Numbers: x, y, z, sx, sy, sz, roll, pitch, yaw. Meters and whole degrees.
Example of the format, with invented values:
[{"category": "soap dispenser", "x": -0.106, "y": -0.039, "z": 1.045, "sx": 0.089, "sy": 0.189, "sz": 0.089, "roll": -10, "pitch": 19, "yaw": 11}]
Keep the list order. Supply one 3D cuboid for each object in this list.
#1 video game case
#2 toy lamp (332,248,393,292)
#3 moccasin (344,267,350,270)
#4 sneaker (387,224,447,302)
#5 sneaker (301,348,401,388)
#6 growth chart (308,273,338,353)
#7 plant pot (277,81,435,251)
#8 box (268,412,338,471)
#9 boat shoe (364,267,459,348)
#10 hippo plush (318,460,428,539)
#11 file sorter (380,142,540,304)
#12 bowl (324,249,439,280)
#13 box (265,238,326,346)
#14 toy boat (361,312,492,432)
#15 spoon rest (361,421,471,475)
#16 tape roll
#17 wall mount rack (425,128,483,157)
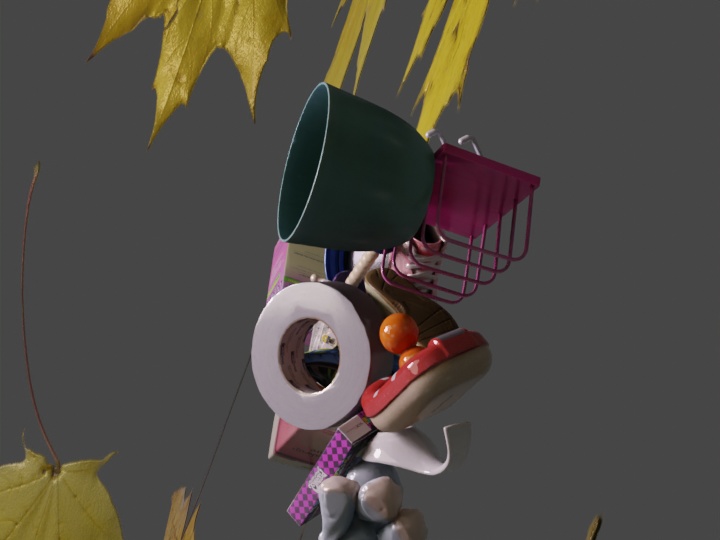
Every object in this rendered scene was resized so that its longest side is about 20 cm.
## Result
[{"category": "video game case", "x": -0.002, "y": 0.252, "z": 1.656, "sx": 0.180, "sy": 0.036, "sz": 0.201, "roll": -29, "pitch": -24, "yaw": -45}, {"category": "toy lamp", "x": 0.000, "y": 0.000, "z": 1.731, "sx": 0.201, "sy": 0.057, "sz": 0.059, "roll": 121, "pitch": 161, "yaw": -57}, {"category": "moccasin", "x": -0.009, "y": 0.087, "z": 1.929, "sx": 0.078, "sy": 0.072, "sz": 0.205, "roll": -130, "pitch": 38, "yaw": -58}, {"category": "sneaker", "x": 0.080, "y": 0.007, "z": 1.688, "sx": 0.105, "sy": 0.074, "sz": 0.204, "roll": 156, "pitch": 113, "yaw": -73}, {"category": "sneaker", "x": -0.032, "y": 0.157, "z": 1.713, "sx": 0.071, "sy": 0.196, "sz": 0.084, "roll": -15, "pitch": -75, "yaw": -67}, {"category": "growth chart", "x": -0.021, "y": 0.117, "z": 1.749, "sx": 0.018, "sy": 0.142, "sz": 0.204, "roll": -28, "pitch": -51, "yaw": -62}, {"category": "plant pot", "x": 0.000, "y": -0.116, "z": 1.488, "sx": 0.200, "sy": 0.158, "sz": 0.204, "roll": -166, "pitch": 90, "yaw": -75}, {"category": "box", "x": -0.056, "y": 0.241, "z": 1.895, "sx": 0.200, "sy": 0.126, "sz": 0.111, "roll": 129, "pitch": 154, "yaw": -57}, {"category": "boat shoe", "x": 0.074, "y": 0.075, "z": 1.628, "sx": 0.200, "sy": 0.072, "sz": 0.066, "roll": 50, "pitch": 148, "yaw": 38}, {"category": "hippo plush", "x": 0.019, "y": 0.338, "z": 1.543, "sx": 0.161, "sy": 0.157, "sz": 0.203, "roll": -38, "pitch": -35, "yaw": -71}, {"category": "file sorter", "x": 0.123, "y": -0.050, "z": 1.545, "sx": 0.200, "sy": 0.137, "sz": 0.128, "roll": 137, "pitch": 147, "yaw": -62}, {"category": "bowl", "x": 0.035, "y": -0.018, "z": 1.811, "sx": 0.198, "sy": 0.039, "sz": 0.205, "roll": -1, "pitch": 88, "yaw": 34}, {"category": "box", "x": -0.069, "y": 0.031, "z": 2.102, "sx": 0.097, "sy": 0.173, "sz": 0.202, "roll": 123, "pitch": 159, "yaw": -43}, {"category": "toy boat", "x": 0.067, "y": 0.115, "z": 1.499, "sx": 0.132, "sy": 0.129, "sz": 0.200, "roll": 61, "pitch": 142, "yaw": 16}, {"category": "spoon rest", "x": 0.074, "y": 0.231, "z": 1.517, "sx": 0.199, "sy": 0.098, "sz": 0.062, "roll": -20, "pitch": 79, "yaw": 59}, {"category": "tape roll", "x": -0.054, "y": 0.116, "z": 1.637, "sx": 0.066, "sy": 0.199, "sz": 0.203, "roll": 0, "pitch": -65, "yaw": -58}, {"category": "wall mount rack", "x": 0.084, "y": -0.141, "z": 1.759, "sx": 0.173, "sy": 0.075, "sz": 0.200, "roll": -36, "pitch": 22, "yaw": -13}]
